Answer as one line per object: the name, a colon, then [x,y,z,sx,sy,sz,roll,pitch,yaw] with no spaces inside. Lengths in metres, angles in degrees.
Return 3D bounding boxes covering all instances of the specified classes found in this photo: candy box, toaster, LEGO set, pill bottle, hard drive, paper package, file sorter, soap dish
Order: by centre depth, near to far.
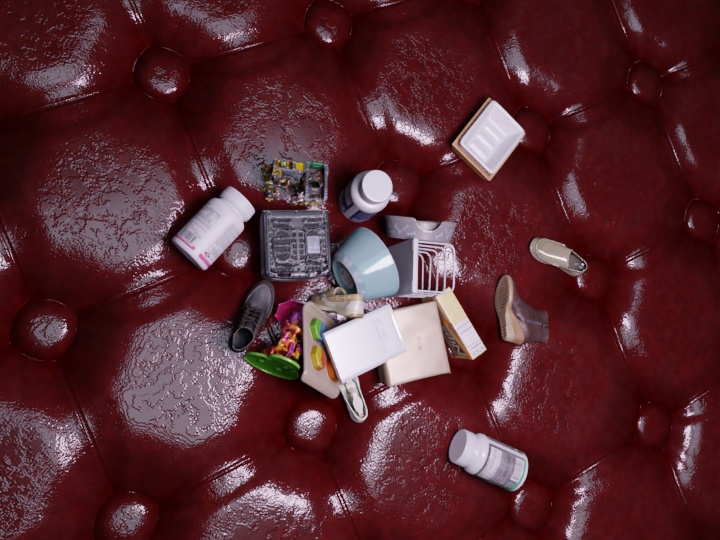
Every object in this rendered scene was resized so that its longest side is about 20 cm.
pill bottle: [-0.368,-0.110,1.504,0.113,0.113,0.200,43,75,-7]
hard drive: [0.012,0.183,1.508,0.198,0.025,0.134,-22,92,-24]
toaster: [-0.169,-0.056,1.553,0.178,0.119,0.203,-3,85,-16]
LEGO set: [-0.168,-0.206,1.553,0.197,0.154,0.117,10,64,-22]
pill bottle: [0.016,-0.201,1.580,0.109,0.200,0.113,2,84,-16]
file sorter: [0.155,0.002,1.602,0.123,0.200,0.141,5,82,-19]
paper package: [0.129,0.199,1.620,0.188,0.103,0.203,-10,88,-17]
pill bottle: [0.353,0.522,1.643,0.198,0.113,0.114,27,77,-11]
candy box: [0.258,0.149,1.655,0.055,0.115,0.201,-32,93,-16]
soap dish: [0.377,-0.387,1.768,0.157,0.081,0.201,41,75,-8]

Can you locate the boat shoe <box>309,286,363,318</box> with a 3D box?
boat shoe: [-0.059,0.076,1.534,0.073,0.199,0.067,9,91,-44]

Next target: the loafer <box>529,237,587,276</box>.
loafer: [0.608,-0.046,1.803,0.198,0.068,0.077,23,78,-13]

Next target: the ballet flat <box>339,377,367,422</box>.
ballet flat: [-0.028,0.310,1.581,0.069,0.069,0.202,-23,90,-17]

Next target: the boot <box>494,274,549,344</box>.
boot: [0.484,0.118,1.763,0.164,0.072,0.203,3,81,-28]

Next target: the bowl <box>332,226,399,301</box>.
bowl: [0.000,0.000,1.547,0.104,0.200,0.203,-30,92,-25]

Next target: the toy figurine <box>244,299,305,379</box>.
toy figurine: [-0.184,0.158,1.503,0.149,0.199,0.186,29,64,-19]

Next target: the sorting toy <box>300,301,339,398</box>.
sorting toy: [-0.093,0.202,1.499,0.036,0.185,0.203,-11,60,21]

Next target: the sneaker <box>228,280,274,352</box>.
sneaker: [-0.269,0.118,1.510,0.074,0.106,0.202,25,78,-12]

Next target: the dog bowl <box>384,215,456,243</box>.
dog bowl: [0.161,-0.112,1.621,0.197,0.200,0.060,5,96,-15]
